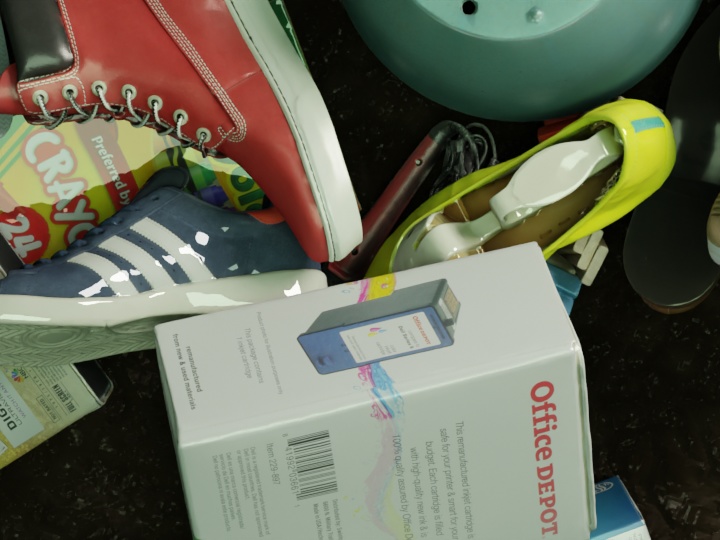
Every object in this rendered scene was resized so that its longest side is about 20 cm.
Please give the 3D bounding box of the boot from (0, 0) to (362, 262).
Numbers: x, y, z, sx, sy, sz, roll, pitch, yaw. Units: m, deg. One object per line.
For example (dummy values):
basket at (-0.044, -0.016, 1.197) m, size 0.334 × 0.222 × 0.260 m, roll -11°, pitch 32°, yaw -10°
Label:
boot at (-0.095, -0.071, 1.466) m, size 0.144 × 0.072 × 0.200 m, roll -26°, pitch 76°, yaw -11°

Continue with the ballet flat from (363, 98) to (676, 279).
ballet flat at (0.068, -0.023, 1.500) m, size 0.200 × 0.067 × 0.067 m, roll -34°, pitch 79°, yaw 21°

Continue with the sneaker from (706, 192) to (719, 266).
sneaker at (0.234, -0.005, 1.528) m, size 0.071 × 0.200 × 0.113 m, roll 19°, pitch 120°, yaw 29°

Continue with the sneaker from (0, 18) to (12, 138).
sneaker at (-0.223, -0.154, 1.494) m, size 0.071 × 0.073 × 0.200 m, roll -11°, pitch 77°, yaw 30°

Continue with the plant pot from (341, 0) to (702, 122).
plant pot at (0.076, -0.172, 1.461) m, size 0.200 × 0.161 × 0.201 m, roll 0°, pitch 93°, yaw 5°

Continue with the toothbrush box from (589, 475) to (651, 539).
toothbrush box at (0.076, 0.219, 1.608) m, size 0.200 × 0.085 × 0.147 m, roll -19°, pitch 103°, yaw 1°

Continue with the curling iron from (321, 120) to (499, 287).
curling iron at (0.000, 0.000, 1.575) m, size 0.200 × 0.050 × 0.026 m, roll -47°, pitch 144°, yaw 12°

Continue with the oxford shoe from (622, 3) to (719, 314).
oxford shoe at (0.190, -0.070, 1.569) m, size 0.071 × 0.071 × 0.200 m, roll 26°, pitch 83°, yaw 11°

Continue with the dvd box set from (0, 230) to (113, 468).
dvd box set at (-0.247, 0.057, 1.541) m, size 0.200 × 0.029 × 0.146 m, roll -33°, pitch 99°, yaw 19°

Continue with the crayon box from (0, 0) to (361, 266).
crayon box at (-0.111, -0.048, 1.550) m, size 0.200 × 0.051 × 0.127 m, roll -22°, pitch 103°, yaw 0°

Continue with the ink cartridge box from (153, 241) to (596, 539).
ink cartridge box at (0.009, 0.083, 1.481) m, size 0.200 × 0.088 × 0.145 m, roll -12°, pitch 134°, yaw -4°

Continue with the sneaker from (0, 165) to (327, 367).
sneaker at (-0.118, -0.006, 1.487) m, size 0.200 × 0.075 × 0.085 m, roll -5°, pitch 73°, yaw -22°

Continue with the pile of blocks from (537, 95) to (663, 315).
pile of blocks at (0.084, -0.008, 1.559) m, size 0.062 × 0.082 × 0.200 m, roll 24°, pitch 100°, yaw -10°
